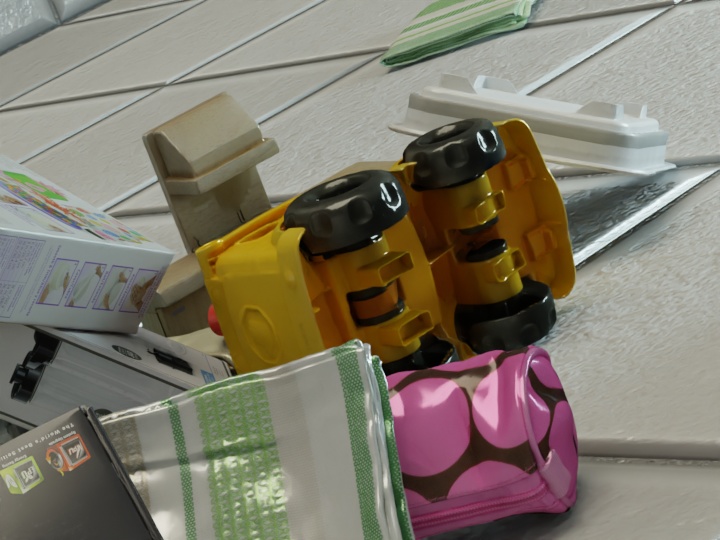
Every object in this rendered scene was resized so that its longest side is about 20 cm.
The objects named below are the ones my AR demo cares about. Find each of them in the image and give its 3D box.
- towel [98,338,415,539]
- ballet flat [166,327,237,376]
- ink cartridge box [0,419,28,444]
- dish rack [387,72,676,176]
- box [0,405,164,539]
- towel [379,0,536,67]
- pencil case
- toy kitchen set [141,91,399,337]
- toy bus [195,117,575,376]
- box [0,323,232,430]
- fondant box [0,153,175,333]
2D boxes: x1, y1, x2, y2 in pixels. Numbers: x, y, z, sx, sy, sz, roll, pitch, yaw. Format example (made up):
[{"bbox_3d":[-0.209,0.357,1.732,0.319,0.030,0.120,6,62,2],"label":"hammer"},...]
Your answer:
[{"bbox_3d":[-0.075,0.123,1.208,0.199,0.150,0.031,-16,-27,10],"label":"towel"},{"bbox_3d":[-0.142,0.077,1.618,0.199,0.070,0.069,-15,16,25],"label":"ballet flat"},{"bbox_3d":[-0.280,0.144,1.521,0.199,0.085,0.145,-23,15,-1],"label":"ink cartridge box"},{"bbox_3d":[0.119,-0.098,1.689,0.170,0.044,0.200,11,6,13],"label":"dish rack"},{"bbox_3d":[-0.174,0.172,1.154,0.199,0.162,0.049,-25,-28,-13],"label":"box"},{"bbox_3d":[0.111,-0.251,2.517,0.152,0.024,0.200,-17,16,21],"label":"towel"},{"bbox_3d":[0.008,0.102,1.255,0.199,0.091,0.094,-17,25,10],"label":"pencil case"},{"bbox_3d":[-0.033,-0.033,1.646,0.199,0.164,0.180,-30,17,-29],"label":"toy kitchen set"},{"bbox_3d":[0.000,0.000,1.530,0.199,0.137,0.191,-30,17,-34],"label":"toy bus"},{"bbox_3d":[-0.172,0.055,1.487,0.117,0.199,0.060,-125,58,-76],"label":"box"},{"bbox_3d":[-0.214,-0.023,1.440,0.144,0.059,0.200,29,9,23],"label":"fondant box"}]
